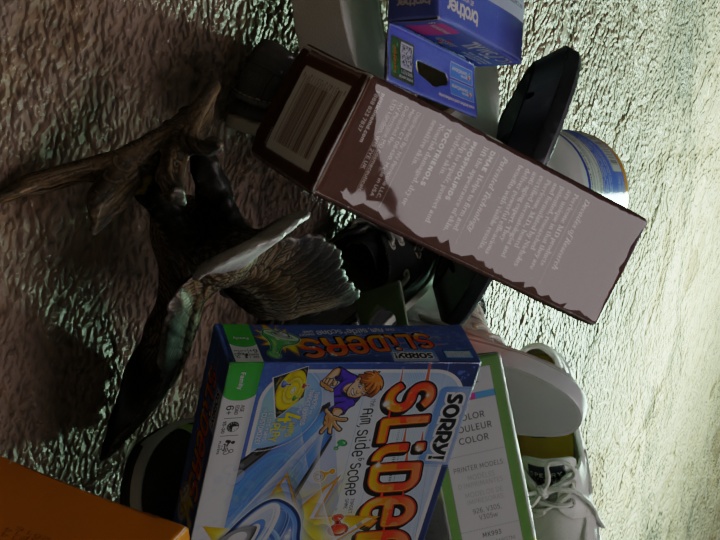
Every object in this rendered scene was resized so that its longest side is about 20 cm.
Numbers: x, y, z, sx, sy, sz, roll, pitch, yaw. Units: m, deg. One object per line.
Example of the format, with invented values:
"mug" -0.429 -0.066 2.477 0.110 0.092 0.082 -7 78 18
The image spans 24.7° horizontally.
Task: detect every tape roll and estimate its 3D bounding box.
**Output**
"tape roll" 0.026 -0.144 1.027 0.202 0.037 0.204 30 54 -52

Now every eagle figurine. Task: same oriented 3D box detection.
"eagle figurine" -0.085 0.003 0.874 0.151 0.151 0.201 -78 162 -48

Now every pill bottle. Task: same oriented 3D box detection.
"pill bottle" 0.144 -0.064 1.359 0.200 0.111 0.113 -7 111 -65

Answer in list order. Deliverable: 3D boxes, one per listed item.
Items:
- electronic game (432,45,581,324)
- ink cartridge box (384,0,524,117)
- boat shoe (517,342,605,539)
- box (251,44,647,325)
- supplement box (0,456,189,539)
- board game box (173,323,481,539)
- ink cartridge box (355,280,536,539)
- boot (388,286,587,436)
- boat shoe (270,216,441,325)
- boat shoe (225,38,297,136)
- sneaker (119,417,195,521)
"electronic game" 0.099 -0.056 1.099 0.200 0.041 0.201 -156 -90 -88
"ink cartridge box" 0.061 -0.199 0.972 0.119 0.042 0.202 13 81 -60
"boat shoe" 0.134 0.148 1.169 0.086 0.074 0.204 53 35 -73
"box" 0.050 -0.047 0.919 0.199 0.100 0.075 26 94 -29
"supplement box" -0.150 0.206 0.853 0.074 0.125 0.201 -48 147 -46
"board game box" -0.027 0.117 0.864 0.134 0.035 0.201 0 124 -21
"ink cartridge box" 0.055 0.104 1.041 0.104 0.059 0.202 159 -81 -75
"boot" 0.076 0.047 1.165 0.074 0.199 0.096 88 26 -45
"boat shoe" 0.000 0.000 1.132 0.200 0.074 0.061 -50 153 -28
"boat shoe" -0.013 -0.107 1.035 0.200 0.067 0.057 -4 113 -62
"sneaker" -0.039 0.118 0.931 0.199 0.083 0.072 3 83 -40
